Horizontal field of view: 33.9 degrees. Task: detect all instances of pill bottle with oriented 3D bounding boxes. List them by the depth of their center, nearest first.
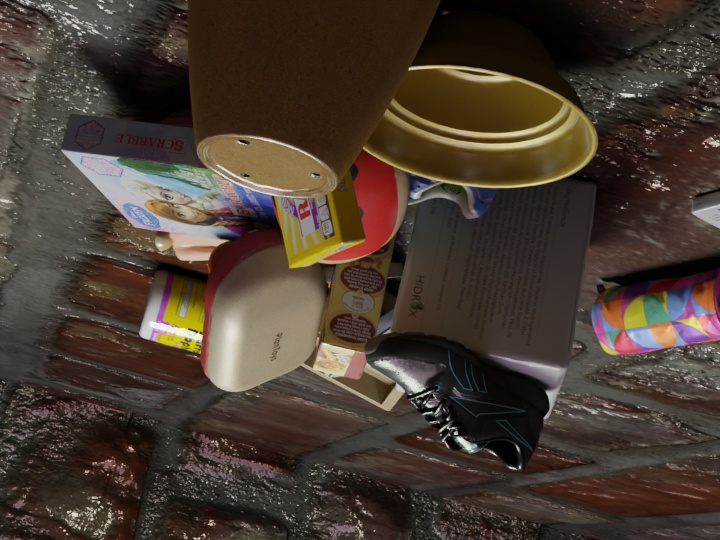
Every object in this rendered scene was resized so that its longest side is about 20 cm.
[{"bbox_3d":[-0.216,0.073,1.732,0.199,0.105,0.104,16,162,-11],"label":"pill bottle"}]

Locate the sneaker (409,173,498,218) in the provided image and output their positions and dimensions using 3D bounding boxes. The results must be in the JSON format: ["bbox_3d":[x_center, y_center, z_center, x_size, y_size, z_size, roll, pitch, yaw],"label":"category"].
[{"bbox_3d":[0.037,-0.108,1.069,0.199,0.077,0.076,16,163,-1],"label":"sneaker"}]

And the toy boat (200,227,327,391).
[{"bbox_3d":[-0.115,0.023,1.219,0.130,0.131,0.200,-21,151,-24],"label":"toy boat"}]

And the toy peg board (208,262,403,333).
[{"bbox_3d":[-0.055,0.045,1.394,0.198,0.098,0.200,-4,180,9],"label":"toy peg board"}]

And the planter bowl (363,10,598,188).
[{"bbox_3d":[0.088,-0.142,0.917,0.199,0.084,0.201,10,161,3],"label":"planter bowl"}]

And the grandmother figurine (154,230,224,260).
[{"bbox_3d":[-0.141,-0.034,1.437,0.199,0.061,0.121,7,-171,23],"label":"grandmother figurine"}]

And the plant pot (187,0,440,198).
[{"bbox_3d":[-0.038,-0.157,0.777,0.185,0.201,0.187,11,161,4],"label":"plant pot"}]

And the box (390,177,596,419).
[{"bbox_3d":[0.132,0.022,1.195,0.170,0.201,0.199,11,160,8],"label":"box"}]

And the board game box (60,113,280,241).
[{"bbox_3d":[-0.164,-0.083,1.169,0.198,0.041,0.200,8,162,14],"label":"board game box"}]

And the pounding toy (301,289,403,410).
[{"bbox_3d":[0.028,0.078,1.582,0.183,0.143,0.200,27,159,1],"label":"pounding toy"}]

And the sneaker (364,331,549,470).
[{"bbox_3d":[0.089,0.117,1.074,0.199,0.080,0.075,25,155,-22],"label":"sneaker"}]

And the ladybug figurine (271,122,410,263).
[{"bbox_3d":[-0.026,-0.074,1.043,0.135,0.072,0.200,27,144,14],"label":"ladybug figurine"}]

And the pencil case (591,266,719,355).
[{"bbox_3d":[0.346,0.043,1.312,0.088,0.089,0.200,23,161,-28],"label":"pencil case"}]

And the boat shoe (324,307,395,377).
[{"bbox_3d":[0.053,0.092,1.465,0.086,0.201,0.075,57,177,4],"label":"boat shoe"}]

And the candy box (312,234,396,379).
[{"bbox_3d":[0.000,0.000,1.216,0.055,0.201,0.116,13,161,-2],"label":"candy box"}]

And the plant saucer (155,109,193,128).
[{"bbox_3d":[-0.137,-0.110,1.222,0.199,0.051,0.201,12,162,4],"label":"plant saucer"}]

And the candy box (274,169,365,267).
[{"bbox_3d":[-0.049,-0.109,0.947,0.026,0.201,0.102,-10,174,-27],"label":"candy box"}]

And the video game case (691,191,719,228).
[{"bbox_3d":[0.423,-0.054,1.068,0.143,0.018,0.200,22,160,-27],"label":"video game case"}]
